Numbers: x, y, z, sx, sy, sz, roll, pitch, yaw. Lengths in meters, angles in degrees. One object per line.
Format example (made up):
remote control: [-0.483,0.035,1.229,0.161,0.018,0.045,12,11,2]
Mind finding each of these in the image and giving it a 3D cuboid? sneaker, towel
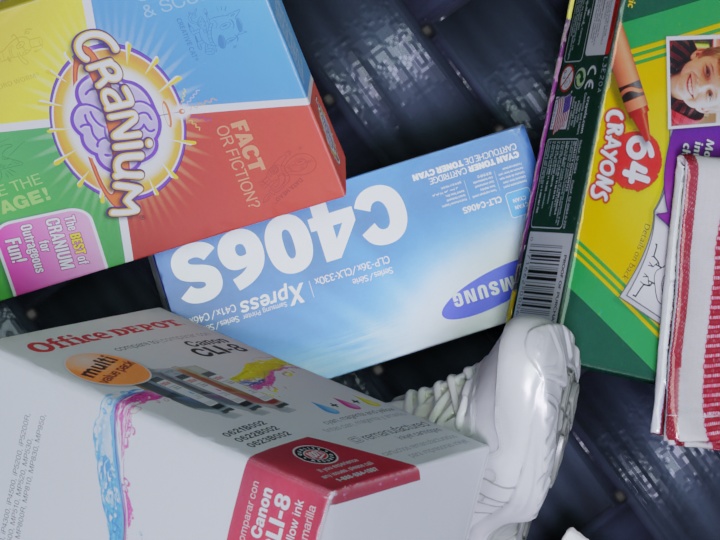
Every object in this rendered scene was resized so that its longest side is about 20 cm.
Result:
sneaker: [0.045,0.084,1.261,0.099,0.200,0.078,18,53,2]
towel: [0.236,0.021,1.306,0.199,0.023,0.145,5,90,-29]

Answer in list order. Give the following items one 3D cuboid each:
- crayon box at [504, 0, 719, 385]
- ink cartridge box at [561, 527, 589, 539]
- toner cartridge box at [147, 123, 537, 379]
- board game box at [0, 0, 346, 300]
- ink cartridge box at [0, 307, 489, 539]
crayon box: [0.174,-0.039,1.314,0.172,0.058,0.201,13,87,-25]
ink cartridge box: [0.109,0.256,1.332,0.161,0.050,0.200,35,80,-4]
toner cartridge box: [0.000,0.000,1.324,0.199,0.043,0.095,-18,92,-7]
board game box: [-0.124,-0.077,1.252,0.199,0.040,0.153,-17,123,9]
ink cartridge box: [-0.072,0.120,1.205,0.200,0.145,0.145,20,106,28]
